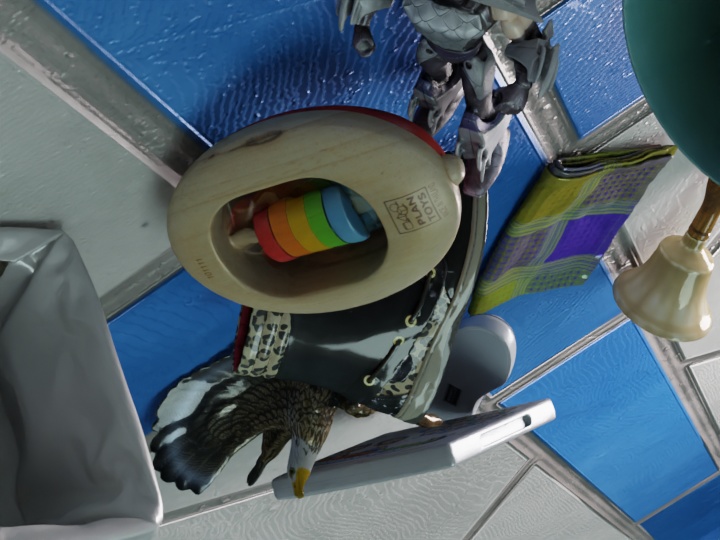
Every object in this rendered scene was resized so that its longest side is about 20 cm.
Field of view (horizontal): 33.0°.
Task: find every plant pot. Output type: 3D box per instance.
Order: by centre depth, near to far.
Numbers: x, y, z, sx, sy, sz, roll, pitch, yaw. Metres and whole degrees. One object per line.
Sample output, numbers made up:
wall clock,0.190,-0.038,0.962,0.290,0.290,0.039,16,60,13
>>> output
plant pot,0.293,-0.165,0.773,0.160,0.201,0.202,-33,155,-20

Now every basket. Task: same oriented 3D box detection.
basket,-0.218,0.091,0.698,0.134,0.202,0.123,-1,147,-42

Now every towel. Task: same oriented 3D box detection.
towel,0.180,-0.035,1.055,0.142,0.023,0.201,-12,148,-32

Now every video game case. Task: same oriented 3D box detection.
video game case,0.048,0.158,1.084,0.198,0.024,0.181,-18,176,37

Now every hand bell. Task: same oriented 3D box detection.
hand bell,0.318,-0.042,1.134,0.103,0.104,0.202,-11,135,-31

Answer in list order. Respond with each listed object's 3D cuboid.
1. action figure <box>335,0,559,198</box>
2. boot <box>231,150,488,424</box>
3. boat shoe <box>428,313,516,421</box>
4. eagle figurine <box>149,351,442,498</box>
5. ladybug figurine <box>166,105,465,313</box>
action figure,0.054,-0.123,0.691,0.070,0.129,0.200,-53,160,-13
boot,0.000,0.001,0.872,0.151,0.074,0.207,12,102,-14
boat shoe,0.104,0.082,1.140,0.066,0.073,0.201,-58,177,-30
eagle figurine,-0.059,0.116,1.001,0.198,0.152,0.153,-12,120,35
ladybug figurine,-0.025,-0.042,0.739,0.197,0.072,0.137,-11,127,26
